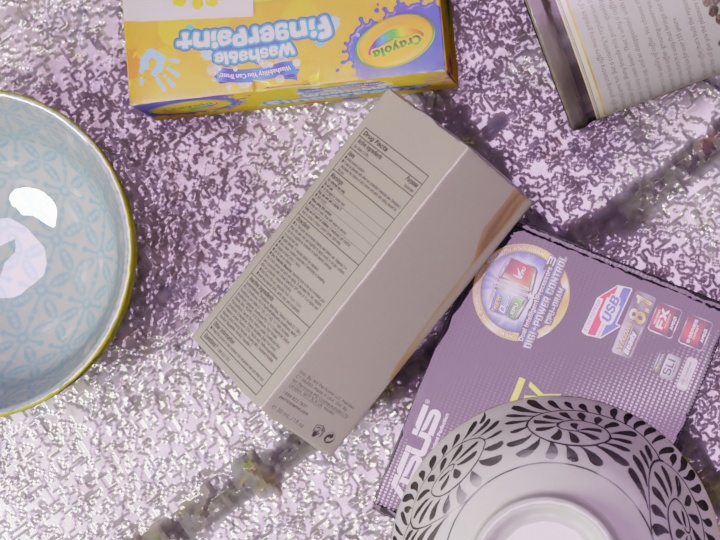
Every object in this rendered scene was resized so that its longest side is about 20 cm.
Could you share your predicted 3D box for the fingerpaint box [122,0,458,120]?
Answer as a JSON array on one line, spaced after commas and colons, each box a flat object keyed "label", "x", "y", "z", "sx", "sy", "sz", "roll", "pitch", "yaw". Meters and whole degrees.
[{"label": "fingerpaint box", "x": -0.046, "y": -0.189, "z": 1.399, "sx": 0.200, "sy": 0.073, "sz": 0.167, "roll": -6, "pitch": 85, "yaw": 9}]

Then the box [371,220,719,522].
[{"label": "box", "x": 0.117, "y": 0.085, "z": 1.376, "sx": 0.160, "sy": 0.044, "sz": 0.200, "roll": 23, "pitch": 90, "yaw": 8}]

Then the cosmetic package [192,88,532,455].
[{"label": "cosmetic package", "x": 0.000, "y": 0.000, "z": 1.361, "sx": 0.200, "sy": 0.071, "sz": 0.105, "roll": -50, "pitch": 39, "yaw": 3}]

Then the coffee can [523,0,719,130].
[{"label": "coffee can", "x": 0.194, "y": -0.185, "z": 1.329, "sx": 0.200, "sy": 0.146, "sz": 0.147, "roll": -20, "pitch": 84, "yaw": 6}]

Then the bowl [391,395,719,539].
[{"label": "bowl", "x": 0.110, "y": 0.173, "z": 1.304, "sx": 0.200, "sy": 0.094, "sz": 0.201, "roll": 0, "pitch": 88, "yaw": 9}]

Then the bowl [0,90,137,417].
[{"label": "bowl", "x": -0.227, "y": -0.007, "z": 1.396, "sx": 0.200, "sy": 0.108, "sz": 0.201, "roll": 0, "pitch": 87, "yaw": 7}]
